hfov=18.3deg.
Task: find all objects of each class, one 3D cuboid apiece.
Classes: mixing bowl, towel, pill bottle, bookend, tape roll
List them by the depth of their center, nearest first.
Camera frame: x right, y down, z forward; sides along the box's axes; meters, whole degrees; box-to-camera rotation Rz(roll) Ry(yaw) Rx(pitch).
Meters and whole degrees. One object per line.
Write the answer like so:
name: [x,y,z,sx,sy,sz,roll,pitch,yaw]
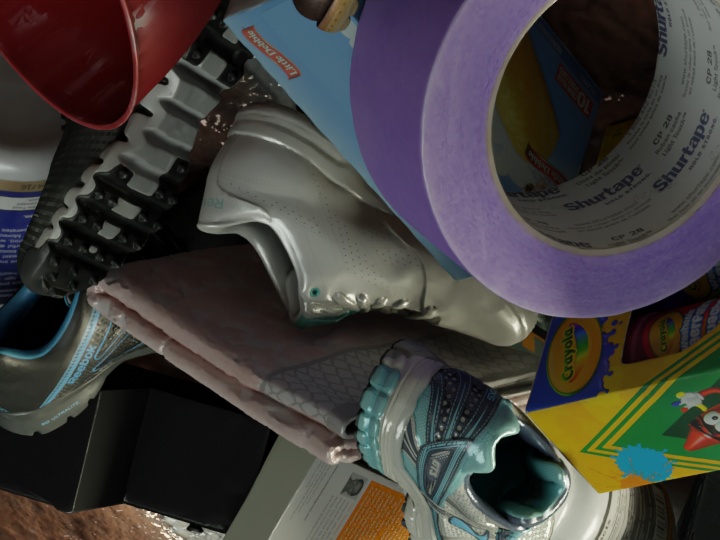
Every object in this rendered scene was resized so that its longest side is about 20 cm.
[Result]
tape roll: [0.101,-0.085,1.034,0.200,0.200,0.085,47,178,-31]
mixing bowl: [-0.125,-0.180,1.066,0.200,0.108,0.201,42,151,30]
towel: [-0.017,0.034,1.212,0.191,0.200,0.032,31,115,33]
pill bottle: [-0.209,-0.048,1.290,0.115,0.116,0.200,21,143,-2]
pill bottle: [0.106,0.138,1.329,0.116,0.117,0.200,-2,162,26]
bookend: [-0.139,0.116,1.385,0.199,0.093,0.199,14,-178,15]

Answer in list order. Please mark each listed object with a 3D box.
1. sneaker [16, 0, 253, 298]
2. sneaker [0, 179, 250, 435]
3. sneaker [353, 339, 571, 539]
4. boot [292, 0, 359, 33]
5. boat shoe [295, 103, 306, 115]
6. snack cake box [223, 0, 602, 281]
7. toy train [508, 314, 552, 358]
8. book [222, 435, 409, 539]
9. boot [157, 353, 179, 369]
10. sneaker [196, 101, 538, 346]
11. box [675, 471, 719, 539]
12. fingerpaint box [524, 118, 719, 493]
sneaker: [-0.129,-0.081,1.177,0.090,0.200,0.066,32,-179,35]
sneaker: [-0.136,0.011,1.275,0.073,0.200,0.082,41,165,29]
sneaker: [0.066,0.112,1.123,0.086,0.078,0.200,22,165,31]
boot: [-0.062,-0.213,0.976,0.166,0.201,0.072,7,-175,-7]
boat shoe: [-0.004,-0.090,1.184,0.066,0.072,0.201,-15,136,30]
snack cake box: [0.031,-0.105,1.113,0.067,0.115,0.200,-16,131,37]
toy train: [0.149,0.036,1.270,0.200,0.085,0.114,30,151,-14]
book: [-0.020,0.185,1.417,0.048,0.134,0.200,29,179,32]
boot: [-0.035,0.053,1.371,0.211,0.080,0.158,34,-175,31]
sneaker: [0.000,0.000,1.181,0.200,0.089,0.075,33,159,-17]
box: [0.205,0.215,1.362,0.051,0.200,0.158,18,142,6]
fingerpaint box: [0.185,-0.002,1.102,0.166,0.201,0.073,-16,130,38]
